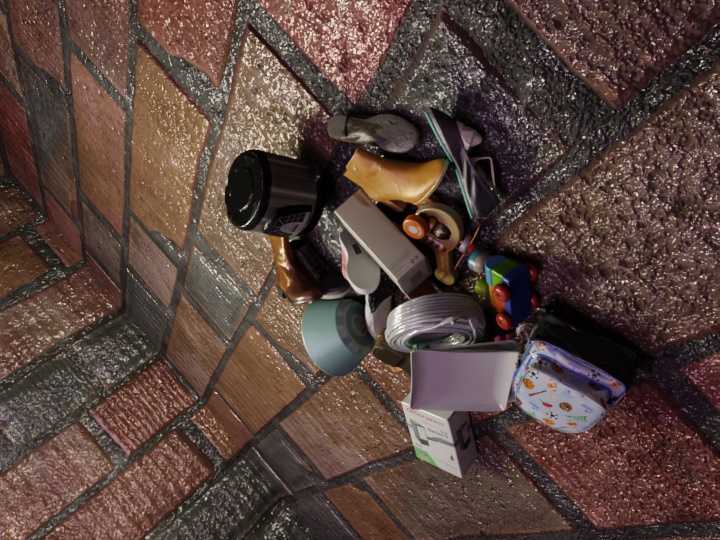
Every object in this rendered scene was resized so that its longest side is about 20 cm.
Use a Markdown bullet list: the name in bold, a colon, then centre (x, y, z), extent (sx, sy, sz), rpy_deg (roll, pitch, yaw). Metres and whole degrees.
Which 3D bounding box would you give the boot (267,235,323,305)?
- **boot**: centre (-0.163, -0.026, 1.313), extent (0.188, 0.068, 0.201), rpy_deg (19, 121, 60)

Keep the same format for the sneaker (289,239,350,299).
- **sneaker**: centre (-0.112, -0.004, 1.346), extent (0.200, 0.075, 0.107), rpy_deg (21, 135, 37)

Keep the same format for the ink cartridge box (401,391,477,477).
- **ink cartridge box**: centre (0.197, 0.393, 1.344), extent (0.146, 0.084, 0.201), rpy_deg (11, 128, 42)

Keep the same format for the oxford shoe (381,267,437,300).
- **oxford shoe**: centre (0.088, 0.002, 1.133), extent (0.200, 0.070, 0.075), rpy_deg (59, 180, 14)

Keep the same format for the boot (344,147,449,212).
- **boot**: centre (0.054, -0.178, 0.974), extent (0.144, 0.071, 0.201), rpy_deg (32, 155, -14)

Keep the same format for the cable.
- **cable**: centre (0.146, 0.110, 1.069), extent (0.199, 0.069, 0.200), rpy_deg (-12, 154, 20)

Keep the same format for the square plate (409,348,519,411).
- **square plate**: centre (0.196, 0.211, 1.059), extent (0.197, 0.029, 0.200), rpy_deg (0, 134, 4)

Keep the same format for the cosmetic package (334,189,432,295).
- **cosmetic package**: centre (0.046, -0.056, 1.061), extent (0.200, 0.071, 0.105), rpy_deg (49, 180, 23)

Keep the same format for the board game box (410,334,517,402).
- **board game box**: centre (0.215, 0.207, 1.091), extent (0.199, 0.026, 0.200), rpy_deg (-8, 132, 12)

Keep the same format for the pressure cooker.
- **pressure cooker**: centre (-0.170, -0.164, 1.172), extent (0.176, 0.200, 0.179), rpy_deg (17, 99, 47)

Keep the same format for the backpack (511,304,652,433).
- **backpack**: centre (0.356, 0.190, 0.938), extent (0.200, 0.154, 0.191), rpy_deg (32, 151, 21)

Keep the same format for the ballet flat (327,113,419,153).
- **ballet flat**: centre (0.027, -0.255, 0.999), extent (0.200, 0.046, 0.068), rpy_deg (15, 101, 33)

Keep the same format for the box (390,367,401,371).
- **box**: centre (0.128, 0.183, 1.264), extent (0.075, 0.050, 0.200), rpy_deg (55, 145, -7)

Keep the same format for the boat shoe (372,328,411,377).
- **boat shoe**: centre (0.123, 0.191, 1.179), extent (0.200, 0.068, 0.072), rpy_deg (34, 136, -11)

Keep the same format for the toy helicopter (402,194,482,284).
- **toy helicopter**: centre (0.165, -0.045, 1.020), extent (0.132, 0.079, 0.200), rpy_deg (15, 143, 29)

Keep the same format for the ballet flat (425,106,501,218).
- **ballet flat**: centre (0.174, -0.183, 0.879), extent (0.073, 0.073, 0.200), rpy_deg (-12, 108, 52)

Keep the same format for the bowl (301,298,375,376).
- **bowl**: centre (-0.038, 0.148, 1.322), extent (0.105, 0.201, 0.201), rpy_deg (-27, 100, 35)

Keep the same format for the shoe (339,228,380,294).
- **shoe**: centre (0.000, 0.000, 1.170), extent (0.200, 0.071, 0.091), rpy_deg (-109, 9, -47)

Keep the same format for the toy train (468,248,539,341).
- **toy train**: centre (0.258, 0.055, 0.992), extent (0.116, 0.085, 0.200), rpy_deg (39, 156, 44)

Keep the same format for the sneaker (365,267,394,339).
- **sneaker**: centre (0.039, 0.073, 1.256), extent (0.073, 0.072, 0.201), rpy_deg (-129, 31, -52)
